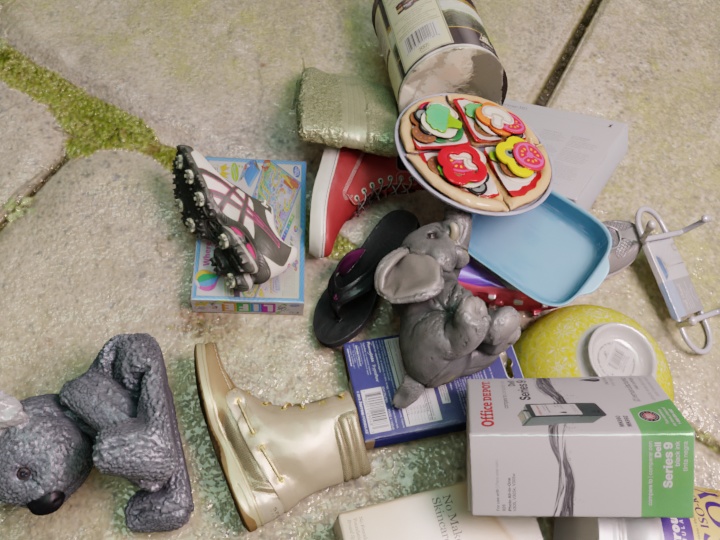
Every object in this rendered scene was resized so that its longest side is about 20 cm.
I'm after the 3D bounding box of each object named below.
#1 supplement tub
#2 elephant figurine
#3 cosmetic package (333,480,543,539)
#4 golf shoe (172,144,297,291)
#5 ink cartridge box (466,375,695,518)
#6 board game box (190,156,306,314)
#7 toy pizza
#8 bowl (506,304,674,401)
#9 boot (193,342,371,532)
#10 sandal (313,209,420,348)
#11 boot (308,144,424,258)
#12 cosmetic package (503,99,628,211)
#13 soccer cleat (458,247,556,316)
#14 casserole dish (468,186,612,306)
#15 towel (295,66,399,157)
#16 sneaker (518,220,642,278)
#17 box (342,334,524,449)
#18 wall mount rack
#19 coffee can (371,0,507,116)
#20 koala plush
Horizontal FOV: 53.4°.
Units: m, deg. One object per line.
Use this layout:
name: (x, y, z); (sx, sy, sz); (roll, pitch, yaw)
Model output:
supplement tub: (0.306, 0.285, 0.710); (0.196, 0.146, 0.148); (9, 61, -3)
elephant figurine: (0.079, 0.016, 0.799); (0.153, 0.142, 0.202); (-13, 60, -31)
cosmetic package: (0.079, 0.279, 0.724); (0.196, 0.073, 0.105); (-11, 64, -12)
golf shoe: (-0.156, -0.066, 0.844); (0.087, 0.077, 0.202); (-20, 67, -39)
ink cartridge box: (0.200, 0.166, 0.694); (0.196, 0.146, 0.086); (-3, 101, 8)
board game box: (-0.134, -0.046, 0.886); (0.131, 0.034, 0.204); (3, 62, -7)
toy pizza: (0.136, -0.145, 0.831); (0.196, 0.032, 0.203); (8, 51, -10)
bowl: (0.277, 0.118, 0.816); (0.196, 0.108, 0.204); (4, 61, -6)
boot: (-0.087, 0.151, 0.767); (0.153, 0.073, 0.203); (-19, 68, -16)
sandal: (0.000, -0.001, 0.856); (0.074, 0.048, 0.202); (16, 63, 36)
boot: (0.011, -0.094, 0.913); (0.141, 0.073, 0.203); (14, 58, -2)
cosmetic package: (0.225, -0.149, 0.936); (0.198, 0.052, 0.151); (22, 61, 34)
soccer cleat: (0.152, 0.004, 0.880); (0.196, 0.067, 0.078); (10, 72, 2)
casserole dish: (0.197, -0.037, 0.840); (0.199, 0.039, 0.122); (37, 83, 24)
towel: (-0.016, -0.214, 0.945); (0.145, 0.037, 0.202); (8, 36, -8)
sneaker: (0.278, -0.031, 0.907); (0.196, 0.082, 0.076); (-11, 64, -13)
box: (0.086, 0.126, 0.819); (0.196, 0.033, 0.123); (-9, 57, -9)
wall mount rack: (0.395, 0.003, 0.878); (0.171, 0.074, 0.203); (-9, 74, -38)
coffee can: (0.101, -0.295, 0.964); (0.143, 0.148, 0.203); (-4, 52, -10)
koala plush: (-0.279, 0.162, 0.691); (0.196, 0.179, 0.186); (-13, 53, -14)
